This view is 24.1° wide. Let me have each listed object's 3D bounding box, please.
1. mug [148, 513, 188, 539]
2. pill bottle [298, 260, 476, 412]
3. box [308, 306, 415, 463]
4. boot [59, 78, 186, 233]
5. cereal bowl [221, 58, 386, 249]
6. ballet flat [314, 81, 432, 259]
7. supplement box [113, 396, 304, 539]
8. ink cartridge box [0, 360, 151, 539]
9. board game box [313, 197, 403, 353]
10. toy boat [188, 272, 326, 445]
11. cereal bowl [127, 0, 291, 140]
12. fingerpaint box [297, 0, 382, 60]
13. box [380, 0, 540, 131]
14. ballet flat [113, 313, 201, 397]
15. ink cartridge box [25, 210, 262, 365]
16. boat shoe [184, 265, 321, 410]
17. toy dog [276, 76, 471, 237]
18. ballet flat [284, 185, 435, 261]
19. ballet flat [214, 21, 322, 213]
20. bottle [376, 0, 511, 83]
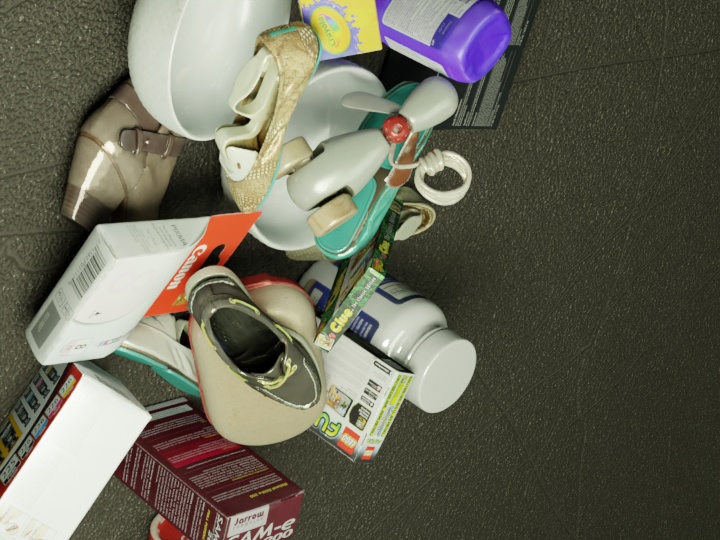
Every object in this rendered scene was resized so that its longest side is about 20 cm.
[{"bbox_3d":[-0.202,0.379,1.884,0.177,0.133,0.201,-20,126,-43],"label":"mug"},{"bbox_3d":[0.026,0.071,1.862,0.119,0.200,0.120,-29,135,-33],"label":"pill bottle"},{"bbox_3d":[-0.043,0.110,1.810,0.035,0.200,0.110,12,107,-53],"label":"box"},{"bbox_3d":[-0.204,-0.085,1.597,0.147,0.070,0.200,-62,153,-9],"label":"boot"},{"bbox_3d":[-0.066,-0.127,1.698,0.200,0.083,0.201,-29,135,-33],"label":"cereal bowl"},{"bbox_3d":[0.016,-0.102,1.696,0.201,0.067,0.070,-60,171,3],"label":"ballet flat"},{"bbox_3d":[-0.166,0.213,1.740,0.109,0.200,0.061,-12,125,-44],"label":"supplement box"},{"bbox_3d":[-0.308,0.181,1.623,0.084,0.175,0.200,35,87,-23],"label":"ink cartridge box"},{"bbox_3d":[0.000,0.000,1.733,0.105,0.023,0.200,-56,-173,23],"label":"board game box"},{"bbox_3d":[-0.110,0.080,1.745,0.130,0.131,0.201,-12,123,-7],"label":"toy boat"},{"bbox_3d":[-0.147,-0.224,1.523,0.200,0.083,0.201,-50,152,-39],"label":"cereal bowl"},{"bbox_3d":[-0.034,-0.321,1.529,0.073,0.167,0.201,-10,132,1],"label":"fingerpaint box"},{"bbox_3d":[0.111,-0.257,1.828,0.141,0.079,0.201,-7,121,-51],"label":"box"},{"bbox_3d":[-0.201,0.075,1.724,0.070,0.069,0.200,-56,149,-2],"label":"ballet flat"},{"bbox_3d":[-0.193,0.016,1.575,0.199,0.057,0.163,-2,143,-42],"label":"ink cartridge box"},{"bbox_3d":[-0.098,0.080,1.627,0.072,0.061,0.201,-36,128,8],"label":"boat shoe"},{"bbox_3d":[0.001,-0.109,1.629,0.199,0.096,0.133,-13,89,-10],"label":"toy dog"},{"bbox_3d":[0.005,-0.050,1.866,0.199,0.062,0.068,-23,133,-38],"label":"ballet flat"},{"bbox_3d":[-0.098,-0.139,1.530,0.065,0.071,0.201,-4,128,-37],"label":"ballet flat"},{"bbox_3d":[0.053,-0.254,1.657,0.084,0.200,0.065,-51,143,-11],"label":"bottle"}]
